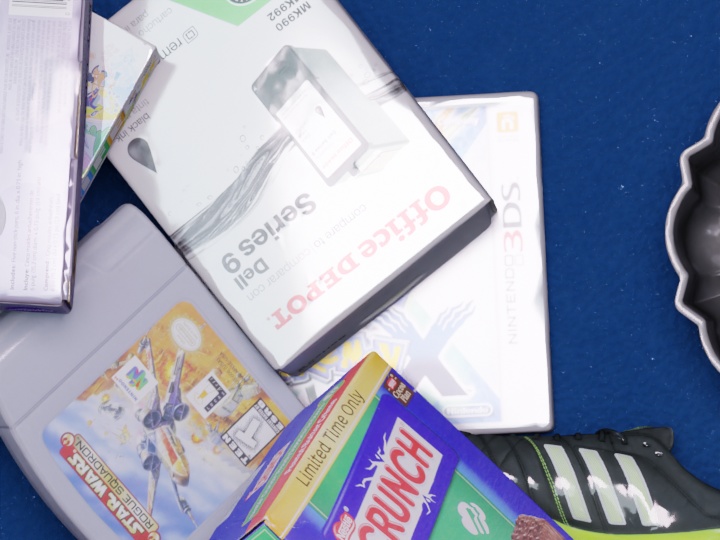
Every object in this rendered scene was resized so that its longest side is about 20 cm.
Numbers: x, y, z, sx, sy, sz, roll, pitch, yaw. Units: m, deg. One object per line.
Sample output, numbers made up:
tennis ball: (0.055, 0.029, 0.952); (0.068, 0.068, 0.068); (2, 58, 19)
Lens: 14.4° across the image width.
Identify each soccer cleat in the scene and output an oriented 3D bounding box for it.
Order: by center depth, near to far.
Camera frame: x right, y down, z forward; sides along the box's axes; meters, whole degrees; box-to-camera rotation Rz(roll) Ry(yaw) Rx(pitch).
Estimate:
soccer cleat: (0.119, 0.113, 1.497); (0.200, 0.068, 0.081); (19, 67, 8)

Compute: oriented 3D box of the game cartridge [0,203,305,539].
game cartridge: (-0.104, 0.083, 1.466); (0.133, 0.042, 0.200); (-45, 107, -20)

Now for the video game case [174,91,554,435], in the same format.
video game case: (0.000, 0.000, 1.530); (0.200, 0.022, 0.183); (-3, 86, 5)

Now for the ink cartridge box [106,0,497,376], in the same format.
ink cartridge box: (-0.043, -0.065, 1.485); (0.146, 0.084, 0.200); (-39, 84, 1)

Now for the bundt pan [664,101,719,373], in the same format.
bundt pan: (0.258, -0.015, 1.481); (0.201, 0.076, 0.202); (0, 86, 6)

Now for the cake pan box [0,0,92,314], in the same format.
cake pan box: (-0.225, -0.082, 1.389); (0.184, 0.052, 0.200); (2, 84, -2)

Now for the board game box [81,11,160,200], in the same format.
board game box: (-0.220, -0.098, 1.432); (0.200, 0.034, 0.135); (28, 84, 3)

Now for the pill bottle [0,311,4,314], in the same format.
pill bottle: (-0.224, -0.016, 1.501); (0.119, 0.120, 0.200); (-18, 84, 4)

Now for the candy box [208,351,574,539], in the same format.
candy box: (0.030, 0.161, 1.399); (0.200, 0.169, 0.077); (43, 123, -6)
